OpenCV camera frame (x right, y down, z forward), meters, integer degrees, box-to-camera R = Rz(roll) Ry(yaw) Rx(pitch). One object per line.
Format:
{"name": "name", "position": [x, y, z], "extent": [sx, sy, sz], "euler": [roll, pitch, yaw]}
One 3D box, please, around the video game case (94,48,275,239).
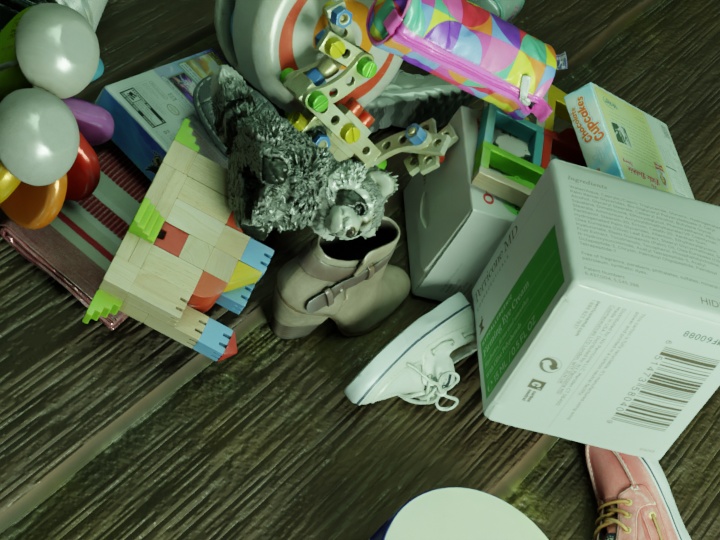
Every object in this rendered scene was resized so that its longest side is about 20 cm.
{"name": "video game case", "position": [-0.143, -0.122, 1.504], "extent": [0.200, 0.046, 0.181], "euler": [46, 36, 9]}

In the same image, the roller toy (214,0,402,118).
{"name": "roller toy", "position": [-0.051, -0.262, 1.550], "extent": [0.182, 0.201, 0.140], "euler": [39, 2, -39]}

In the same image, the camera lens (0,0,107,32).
{"name": "camera lens", "position": [-0.322, -0.295, 1.474], "extent": [0.158, 0.160, 0.202], "euler": [22, 47, -13]}

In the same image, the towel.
{"name": "towel", "position": [-0.228, -0.042, 1.430], "extent": [0.144, 0.023, 0.200], "euler": [40, 44, 6]}

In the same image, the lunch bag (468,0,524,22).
{"name": "lunch bag", "position": [0.084, -0.337, 1.747], "extent": [0.200, 0.160, 0.077], "euler": [47, 52, 3]}

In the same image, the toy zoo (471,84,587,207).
{"name": "toy zoo", "position": [0.183, -0.135, 1.536], "extent": [0.130, 0.021, 0.201], "euler": [24, 45, -11]}

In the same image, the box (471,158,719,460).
{"name": "box", "position": [0.235, 0.039, 1.433], "extent": [0.197, 0.200, 0.173], "euler": [15, 42, -15]}

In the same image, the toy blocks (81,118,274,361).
{"name": "toy blocks", "position": [-0.144, -0.015, 1.351], "extent": [0.135, 0.100, 0.202], "euler": [27, 63, -9]}

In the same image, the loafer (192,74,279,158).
{"name": "loafer", "position": [-0.088, -0.106, 1.461], "extent": [0.200, 0.063, 0.072], "euler": [41, 67, 8]}

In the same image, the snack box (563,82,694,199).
{"name": "snack box", "position": [0.285, -0.115, 1.562], "extent": [0.199, 0.037, 0.118], "euler": [14, 54, -55]}

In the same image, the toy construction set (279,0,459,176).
{"name": "toy construction set", "position": [-0.001, -0.158, 1.495], "extent": [0.200, 0.131, 0.092], "euler": [41, 0, -28]}

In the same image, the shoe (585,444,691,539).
{"name": "shoe", "position": [0.256, 0.243, 1.451], "extent": [0.090, 0.071, 0.202], "euler": [-9, 65, -41]}

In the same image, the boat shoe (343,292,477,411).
{"name": "boat shoe", "position": [0.066, 0.097, 1.463], "extent": [0.086, 0.075, 0.201], "euler": [49, 38, 8]}

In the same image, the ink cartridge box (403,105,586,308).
{"name": "ink cartridge box", "position": [0.164, -0.051, 1.575], "extent": [0.197, 0.146, 0.148], "euler": [13, 50, -21]}

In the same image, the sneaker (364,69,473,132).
{"name": "sneaker", "position": [0.043, -0.205, 1.673], "extent": [0.198, 0.075, 0.083], "euler": [-7, 61, -33]}

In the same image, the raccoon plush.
{"name": "raccoon plush", "position": [-0.047, -0.110, 1.341], "extent": [0.132, 0.097, 0.202], "euler": [0, 62, -25]}

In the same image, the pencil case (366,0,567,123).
{"name": "pencil case", "position": [0.103, -0.218, 1.465], "extent": [0.198, 0.088, 0.089], "euler": [23, 46, -25]}

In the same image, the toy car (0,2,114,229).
{"name": "toy car", "position": [-0.291, -0.134, 1.359], "extent": [0.149, 0.174, 0.203], "euler": [28, 62, -42]}

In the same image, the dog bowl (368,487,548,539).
{"name": "dog bowl", "position": [0.088, 0.295, 1.309], "extent": [0.198, 0.079, 0.202], "euler": [16, 49, -19]}

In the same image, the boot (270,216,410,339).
{"name": "boot", "position": [0.000, 0.000, 1.440], "extent": [0.199, 0.147, 0.071], "euler": [-23, 68, -40]}
